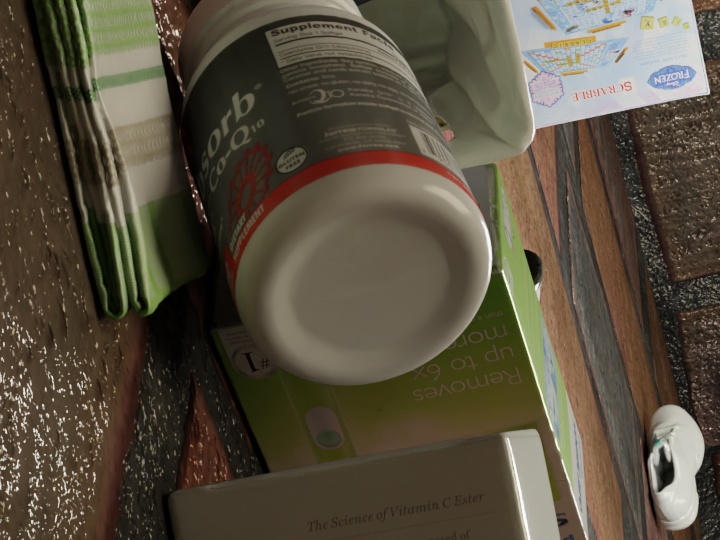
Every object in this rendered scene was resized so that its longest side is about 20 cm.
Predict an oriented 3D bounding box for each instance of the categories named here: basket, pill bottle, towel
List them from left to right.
[{"bbox_3d":[-0.100,-0.087,1.072,0.149,0.031,0.201,-42,121,-77],"label":"towel"},{"bbox_3d":[-0.020,-0.050,1.150,0.200,0.116,0.116,-113,-178,-51],"label":"pill bottle"},{"bbox_3d":[0.014,-0.164,1.461,0.123,0.135,0.200,-98,174,-67],"label":"basket"}]

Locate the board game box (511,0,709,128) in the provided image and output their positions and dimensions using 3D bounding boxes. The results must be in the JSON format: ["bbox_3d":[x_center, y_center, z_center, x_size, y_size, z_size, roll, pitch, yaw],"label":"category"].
[{"bbox_3d":[0.258,-0.268,2.679,0.041,0.199,0.200,-43,122,-78],"label":"board game box"}]

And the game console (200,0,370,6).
[{"bbox_3d":[0.005,-0.206,1.273,0.031,0.177,0.200,52,-33,27],"label":"game console"}]

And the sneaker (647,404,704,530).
[{"bbox_3d":[0.409,0.242,3.317,0.089,0.075,0.200,55,25,-38],"label":"sneaker"}]

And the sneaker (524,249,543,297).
[{"bbox_3d":[0.097,0.072,1.878,0.201,0.075,0.116,-69,156,-56],"label":"sneaker"}]

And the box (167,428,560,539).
[{"bbox_3d":[0.017,0.179,1.082,0.106,0.152,0.201,14,65,-77],"label":"box"}]

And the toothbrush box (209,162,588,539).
[{"bbox_3d":[0.023,0.059,1.256,0.086,0.145,0.200,-90,165,-48],"label":"toothbrush box"}]
